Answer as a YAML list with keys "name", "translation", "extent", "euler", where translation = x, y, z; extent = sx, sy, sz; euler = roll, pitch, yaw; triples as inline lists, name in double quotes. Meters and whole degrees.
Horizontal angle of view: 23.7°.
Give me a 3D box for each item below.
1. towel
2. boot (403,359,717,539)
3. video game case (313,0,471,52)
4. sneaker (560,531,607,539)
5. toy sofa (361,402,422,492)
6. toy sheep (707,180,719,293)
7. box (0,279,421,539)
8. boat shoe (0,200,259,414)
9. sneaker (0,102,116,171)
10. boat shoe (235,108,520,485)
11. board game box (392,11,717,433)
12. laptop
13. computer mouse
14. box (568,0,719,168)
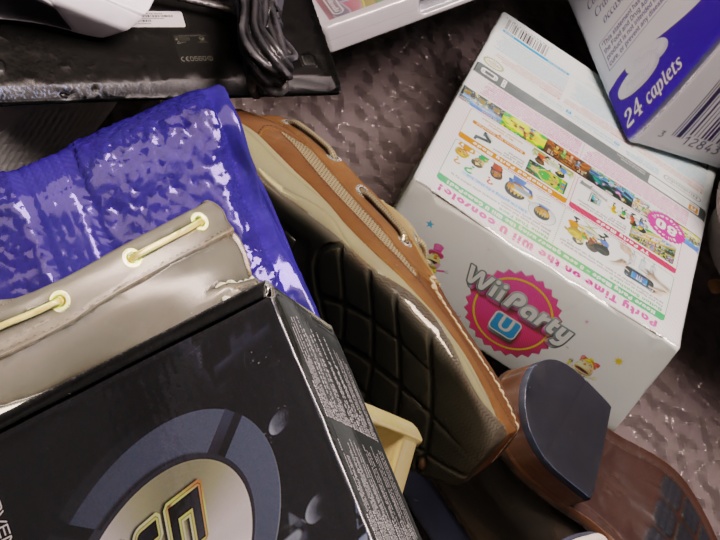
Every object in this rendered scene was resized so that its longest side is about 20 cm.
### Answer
- name: "towel"
  translation: [-0.117, 0.028, 0.686]
  extent: [0.198, 0.050, 0.149]
  euler: [-23, 91, -17]
- name: "boot"
  translation: [0.099, 0.123, 0.814]
  extent: [0.200, 0.096, 0.075]
  euler: [51, 44, -24]
- name: "video game case"
  translation: [0.050, -0.189, 0.921]
  extent: [0.198, 0.018, 0.144]
  euler: [-21, 39, -8]
- name: "sneaker"
  translation: [0.050, 0.190, 0.696]
  extent: [0.077, 0.146, 0.202]
  euler: [44, 55, 5]
- name: "toy sofa"
  translation: [0.012, 0.158, 0.635]
  extent: [0.097, 0.083, 0.202]
  euler: [-30, 72, 10]
- name: "toy sheep"
  translation: [0.244, -0.032, 0.848]
  extent: [0.137, 0.201, 0.139]
  euler: [20, 37, -16]
- name: "box"
  translation: [-0.053, 0.134, 0.567]
  extent: [0.162, 0.086, 0.202]
  euler: [-25, 73, 8]
- name: "boat shoe"
  translation: [-0.130, 0.032, 0.621]
  extent: [0.200, 0.072, 0.061]
  euler: [-20, 84, -19]
- name: "sneaker"
  translation: [-0.189, -0.071, 0.790]
  extent: [0.079, 0.079, 0.200]
  euler: [38, 48, 10]
- name: "boat shoe"
  translation: [0.000, 0.000, 0.751]
  extent: [0.200, 0.076, 0.074]
  euler: [49, 41, 13]
- name: "board game box"
  translation: [0.098, -0.032, 0.867]
  extent: [0.147, 0.065, 0.200]
  euler: [32, 34, -2]
- name: "laptop"
  translation: [-0.129, -0.134, 0.831]
  extent: [0.175, 0.104, 0.202]
  euler: [-5, 59, -25]
- name: "computer mouse"
  translation: [-0.123, -0.137, 0.740]
  extent: [0.198, 0.044, 0.111]
  euler: [7, 55, -19]
- name: "box"
  translation: [0.220, -0.153, 0.962]
  extent: [0.182, 0.105, 0.201]
  euler: [13, 42, -30]
